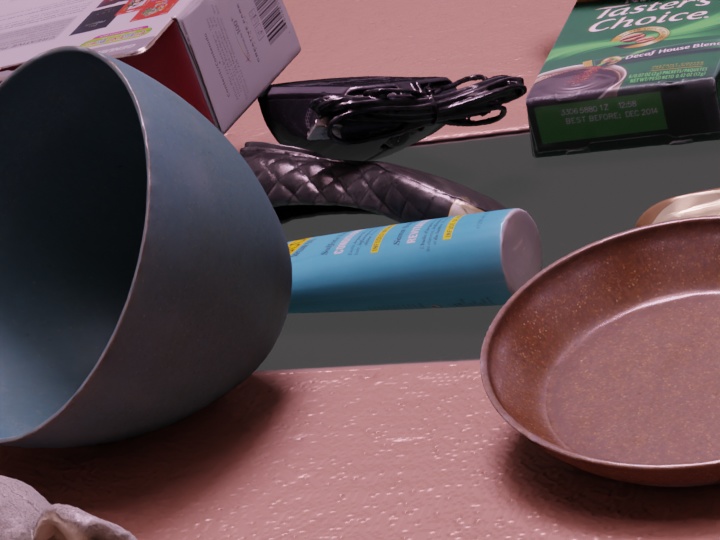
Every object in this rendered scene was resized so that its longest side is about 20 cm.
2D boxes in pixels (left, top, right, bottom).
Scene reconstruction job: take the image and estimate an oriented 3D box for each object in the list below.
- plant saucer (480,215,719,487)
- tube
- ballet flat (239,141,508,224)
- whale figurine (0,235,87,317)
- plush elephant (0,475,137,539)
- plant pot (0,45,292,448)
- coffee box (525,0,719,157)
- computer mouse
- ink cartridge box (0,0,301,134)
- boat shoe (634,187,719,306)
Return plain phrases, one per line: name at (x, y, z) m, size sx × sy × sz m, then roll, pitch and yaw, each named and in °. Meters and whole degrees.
plant saucer at (0.157, 0.043, 1.199) m, size 0.200 × 0.037 × 0.201 m, roll -9°, pitch 31°, yaw 6°
tube at (0.000, 0.000, 1.404) m, size 0.199 × 0.051 × 0.077 m, roll -5°, pitch 15°, yaw 29°
ballet flat at (0.004, -0.035, 1.491) m, size 0.200 × 0.057 × 0.066 m, roll 11°, pitch -3°, yaw 37°
whale figurine at (-0.185, -0.012, 1.437) m, size 0.199 × 0.160 × 0.104 m, roll -12°, pitch -20°, yaw -16°
plush elephant at (-0.153, 0.148, 0.974) m, size 0.164 × 0.155 × 0.200 m, roll 6°, pitch 29°, yaw 37°
plant pot at (-0.114, 0.000, 1.306) m, size 0.135 × 0.201 × 0.200 m, roll 15°, pitch 3°, yaw -39°
coffee box at (0.180, -0.131, 1.615) m, size 0.123 × 0.044 × 0.200 m, roll -5°, pitch 23°, yaw 19°
computer mouse at (0.001, -0.089, 1.568) m, size 0.138 × 0.053 × 0.200 m, roll -8°, pitch 8°, yaw -24°
ink cartridge box at (-0.167, -0.120, 1.597) m, size 0.199 × 0.084 × 0.176 m, roll -9°, pitch 24°, yaw 28°
boat shoe at (0.242, -0.015, 1.297) m, size 0.199 × 0.072 × 0.065 m, roll -11°, pitch 62°, yaw 1°
